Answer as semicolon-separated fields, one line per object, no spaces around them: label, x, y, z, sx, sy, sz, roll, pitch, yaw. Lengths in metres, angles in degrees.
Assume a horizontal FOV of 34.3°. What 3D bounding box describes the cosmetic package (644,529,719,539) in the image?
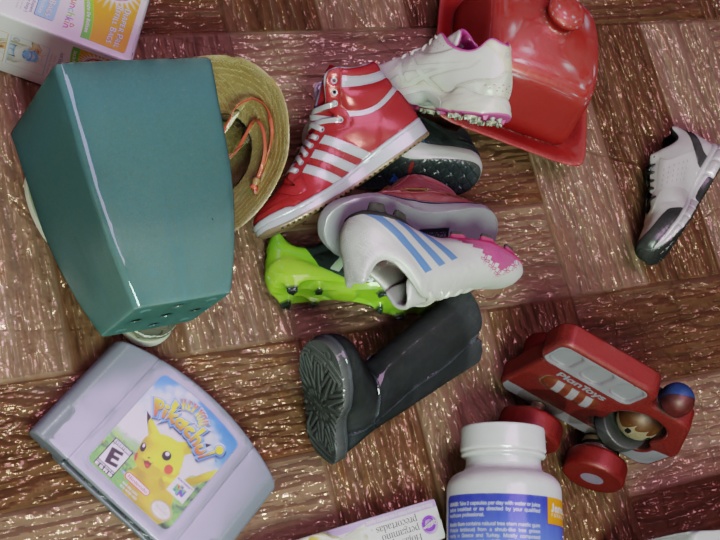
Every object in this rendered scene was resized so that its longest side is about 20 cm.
cosmetic package;0.351;0.358;1.127;0.166;0.166;0.202;2;72;-23

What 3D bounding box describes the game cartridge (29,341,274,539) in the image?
game cartridge;-0.177;0.163;1.042;0.200;0.040;0.134;43;57;-4

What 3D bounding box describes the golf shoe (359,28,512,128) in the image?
golf shoe;0.078;-0.205;1.207;0.075;0.199;0.092;0;103;-52

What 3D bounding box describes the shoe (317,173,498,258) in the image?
shoe;0.034;-0.052;1.161;0.198;0.091;0.072;-1;111;-29

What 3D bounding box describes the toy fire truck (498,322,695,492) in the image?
toy fire truck;0.241;0.131;1.161;0.199;0.168;0.113;30;62;-11

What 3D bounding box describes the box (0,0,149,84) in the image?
box;-0.305;-0.251;1.099;0.198;0.101;0.113;19;65;-16

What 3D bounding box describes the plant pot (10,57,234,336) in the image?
plant pot;-0.189;-0.057;0.992;0.140;0.141;0.202;-10;77;-34

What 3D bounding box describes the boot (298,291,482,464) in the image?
boot;0.038;0.076;1.101;0.199;0.166;0.066;-30;58;-27

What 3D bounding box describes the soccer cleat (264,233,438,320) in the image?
soccer cleat;0.000;0.000;1.166;0.198;0.068;0.082;6;56;-21

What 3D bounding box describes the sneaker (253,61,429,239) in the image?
sneaker;-0.042;-0.123;1.131;0.199;0.071;0.113;-35;96;-13

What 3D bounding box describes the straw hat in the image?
straw hat;-0.132;-0.103;1.119;0.085;0.200;0.203;19;57;-60

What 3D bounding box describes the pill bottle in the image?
pill bottle;0.135;0.248;1.097;0.111;0.112;0.202;9;72;-20

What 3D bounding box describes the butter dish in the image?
butter dish;0.192;-0.246;1.284;0.198;0.148;0.202;17;59;-16

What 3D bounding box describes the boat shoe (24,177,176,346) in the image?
boat shoe;-0.234;-0.024;1.070;0.072;0.060;0.202;-36;88;-30

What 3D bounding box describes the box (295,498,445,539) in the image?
box;-0.018;0.256;1.074;0.198;0.041;0.039;-10;76;-27

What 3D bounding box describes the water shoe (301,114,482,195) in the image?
water shoe;0.030;-0.130;1.235;0.198;0.072;0.079;13;39;-17

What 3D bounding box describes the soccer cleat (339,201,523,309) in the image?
soccer cleat;0.065;0.004;1.091;0.198;0.070;0.087;15;65;-27

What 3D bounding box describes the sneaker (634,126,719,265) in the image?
sneaker;0.355;-0.088;1.358;0.080;0.074;0.200;32;56;7
